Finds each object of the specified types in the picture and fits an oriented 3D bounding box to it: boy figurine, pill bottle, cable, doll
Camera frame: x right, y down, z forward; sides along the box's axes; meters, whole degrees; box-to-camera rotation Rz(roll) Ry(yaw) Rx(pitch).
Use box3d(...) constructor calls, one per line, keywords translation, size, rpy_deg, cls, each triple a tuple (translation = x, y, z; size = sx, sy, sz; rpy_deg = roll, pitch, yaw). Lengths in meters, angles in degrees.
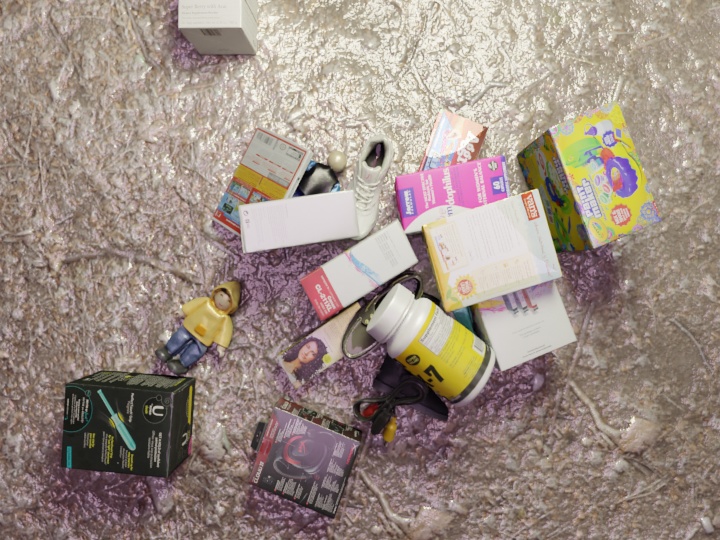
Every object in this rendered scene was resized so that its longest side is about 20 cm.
box3d(translation=(-0.293, 0.107, 1.012), size=(0.200, 0.064, 0.125), rpy_deg=(-45, 86, 5), cls="boy figurine")
box3d(translation=(0.113, 0.120, 0.875), size=(0.198, 0.114, 0.116), rpy_deg=(37, 91, -3), cls="pill bottle")
box3d(translation=(0.053, 0.238, 0.964), size=(0.097, 0.050, 0.202), rpy_deg=(41, 125, 15), cls="cable")
box3d(translation=(-0.102, -0.151, 1.011), size=(0.200, 0.048, 0.137), rpy_deg=(-44, 87, 2), cls="doll")

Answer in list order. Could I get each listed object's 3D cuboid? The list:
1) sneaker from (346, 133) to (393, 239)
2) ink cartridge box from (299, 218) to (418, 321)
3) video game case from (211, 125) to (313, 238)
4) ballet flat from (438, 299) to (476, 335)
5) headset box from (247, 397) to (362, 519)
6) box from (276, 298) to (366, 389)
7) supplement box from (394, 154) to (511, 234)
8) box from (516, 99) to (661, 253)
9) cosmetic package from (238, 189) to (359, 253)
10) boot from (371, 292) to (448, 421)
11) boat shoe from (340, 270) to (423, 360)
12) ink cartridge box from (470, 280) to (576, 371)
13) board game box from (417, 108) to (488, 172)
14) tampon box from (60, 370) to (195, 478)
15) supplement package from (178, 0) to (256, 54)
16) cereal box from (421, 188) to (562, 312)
box3d(translation=(0.009, -0.159, 0.981), size=(0.076, 0.099, 0.206), rpy_deg=(14, 91, 2), cls="sneaker")
box3d(translation=(0.000, 0.000, 0.959), size=(0.197, 0.146, 0.084), rpy_deg=(-31, 89, 2), cls="ink cartridge box")
box3d(translation=(-0.187, -0.158, 1.002), size=(0.141, 0.017, 0.204), rpy_deg=(29, 91, 27), cls="video game case")
box3d(translation=(0.172, 0.108, 0.950), size=(0.069, 0.067, 0.205), rpy_deg=(-24, 102, -12), cls="ballet flat")
box3d(translation=(-0.111, 0.345, 0.999), size=(0.195, 0.075, 0.153), rpy_deg=(20, 91, 2), cls="headset box")
box3d(translation=(-0.058, 0.136, 1.010), size=(0.197, 0.050, 0.076), rpy_deg=(-35, 90, 1), cls="box")
box3d(translation=(0.163, -0.131, 0.957), size=(0.193, 0.103, 0.105), rpy_deg=(-11, 91, 4), cls="supplement box")
box3d(translation=(0.383, -0.149, 0.922), size=(0.119, 0.193, 0.205), rpy_deg=(-21, 90, 2), cls="box")
box3d(translation=(-0.102, -0.085, 0.914), size=(0.193, 0.113, 0.084), rpy_deg=(-7, 96, -3), cls="cosmetic package")
box3d(translation=(0.130, 0.159, 1.002), size=(0.161, 0.066, 0.205), rpy_deg=(26, 83, -6), cls="boot")
box3d(translation=(0.037, 0.081, 0.952), size=(0.072, 0.060, 0.202), rpy_deg=(44, 88, 0), cls="boat shoe")
box3d(translation=(0.263, 0.048, 0.950), size=(0.141, 0.145, 0.206), rpy_deg=(-20, 89, 2), cls="ink cartridge box")
box3d(translation=(0.164, -0.193, 1.016), size=(0.100, 0.019, 0.206), rpy_deg=(20, 91, 1), cls="board game box")
box3d(translation=(-0.422, 0.278, 0.985), size=(0.193, 0.126, 0.155), rpy_deg=(5, 91, 1), cls="tampon box")
box3d(translation=(-0.259, -0.523, 0.979), size=(0.117, 0.120, 0.207), rpy_deg=(0, 90, 3), cls="supplement package")
box3d(translation=(0.210, -0.031, 0.860), size=(0.194, 0.040, 0.148), rpy_deg=(-16, 89, 2), cls="cereal box")
